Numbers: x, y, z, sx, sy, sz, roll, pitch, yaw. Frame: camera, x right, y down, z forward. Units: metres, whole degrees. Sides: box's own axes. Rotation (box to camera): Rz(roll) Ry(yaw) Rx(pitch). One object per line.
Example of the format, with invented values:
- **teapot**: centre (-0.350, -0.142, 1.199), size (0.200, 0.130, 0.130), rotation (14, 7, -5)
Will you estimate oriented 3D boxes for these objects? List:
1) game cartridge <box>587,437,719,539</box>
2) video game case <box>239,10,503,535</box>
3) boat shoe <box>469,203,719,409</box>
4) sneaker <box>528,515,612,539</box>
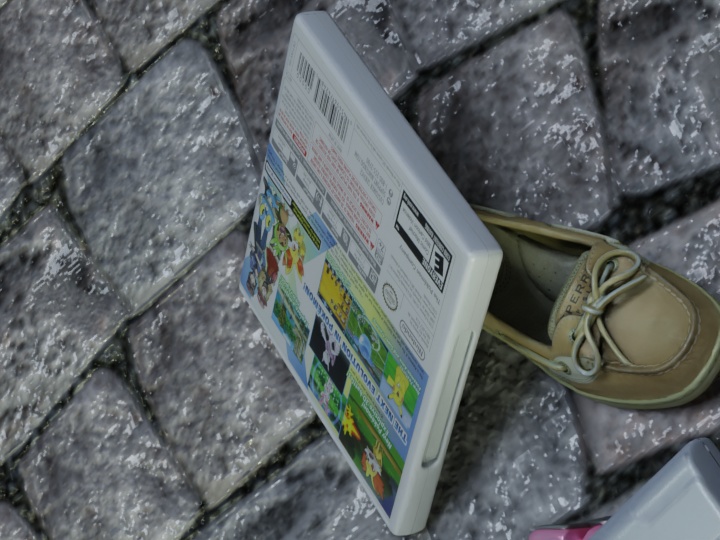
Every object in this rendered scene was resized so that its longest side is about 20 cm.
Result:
- **game cartridge**: centre (0.157, 0.187, 1.078), size (0.200, 0.040, 0.133), rotation (56, 133, 20)
- **video game case**: centre (0.000, 0.000, 1.303), size (0.200, 0.022, 0.183), rotation (55, 143, 41)
- **boat shoe**: centre (0.091, 0.010, 1.257), size (0.200, 0.063, 0.073), rotation (29, 90, 45)
- **sneaker**: centre (0.160, 0.158, 1.134), size (0.200, 0.079, 0.096), rotation (-2, 85, 44)
